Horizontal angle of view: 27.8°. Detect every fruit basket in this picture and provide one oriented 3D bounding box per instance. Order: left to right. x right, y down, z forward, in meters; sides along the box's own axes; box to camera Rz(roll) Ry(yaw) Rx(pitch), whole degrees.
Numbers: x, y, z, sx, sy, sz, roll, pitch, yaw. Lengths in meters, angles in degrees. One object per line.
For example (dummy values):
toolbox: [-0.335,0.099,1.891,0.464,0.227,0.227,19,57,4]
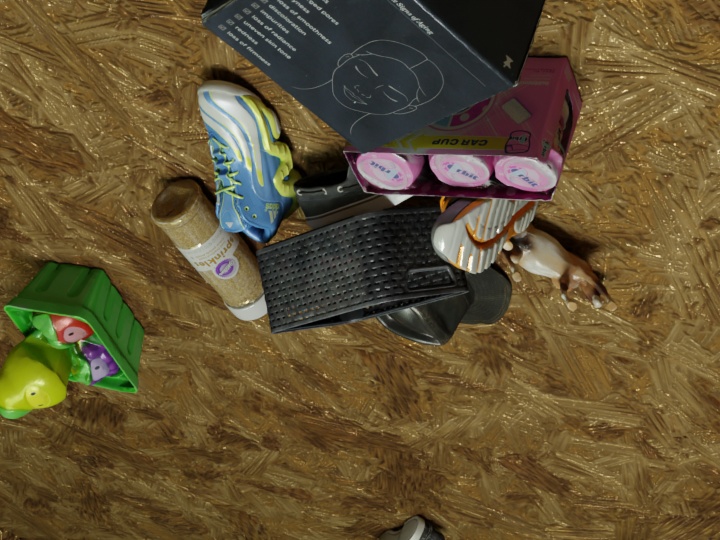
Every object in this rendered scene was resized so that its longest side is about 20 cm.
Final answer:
fruit basket: [-0.403,0.116,1.968,0.154,0.217,0.216,8,149,22]

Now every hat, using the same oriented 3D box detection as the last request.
hat: [0.069,0.033,1.646,0.199,0.081,0.201,15,150,9]

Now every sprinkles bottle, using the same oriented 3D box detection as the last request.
sprinkles bottle: [-0.170,-0.022,1.719,0.068,0.069,0.200,0,145,32]

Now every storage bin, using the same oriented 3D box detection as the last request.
storage bin: [0.000,0.000,1.529,0.135,0.094,0.199,-6,173,-43]

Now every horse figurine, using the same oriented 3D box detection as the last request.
horse figurine: [0.182,-0.010,1.494,0.199,0.133,0.050,27,107,-12]

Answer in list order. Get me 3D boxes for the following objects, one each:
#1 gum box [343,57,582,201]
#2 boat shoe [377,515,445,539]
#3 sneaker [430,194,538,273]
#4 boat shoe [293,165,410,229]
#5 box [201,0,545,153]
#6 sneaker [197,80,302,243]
gum box: [0.098,-0.130,1.317,0.199,0.114,0.066,4,147,27]
boat shoe: [0.070,0.457,2.378,0.060,0.074,0.200,32,141,-11]
sneaker: [0.107,-0.056,1.384,0.077,0.200,0.079,23,114,19]
boat shoe: [0.008,-0.099,1.484,0.199,0.070,0.066,-19,111,44]
box: [0.012,-0.223,1.205,0.200,0.125,0.196,37,148,-26]
sneaker: [-0.120,-0.103,1.511,0.075,0.106,0.200,1,146,30]
